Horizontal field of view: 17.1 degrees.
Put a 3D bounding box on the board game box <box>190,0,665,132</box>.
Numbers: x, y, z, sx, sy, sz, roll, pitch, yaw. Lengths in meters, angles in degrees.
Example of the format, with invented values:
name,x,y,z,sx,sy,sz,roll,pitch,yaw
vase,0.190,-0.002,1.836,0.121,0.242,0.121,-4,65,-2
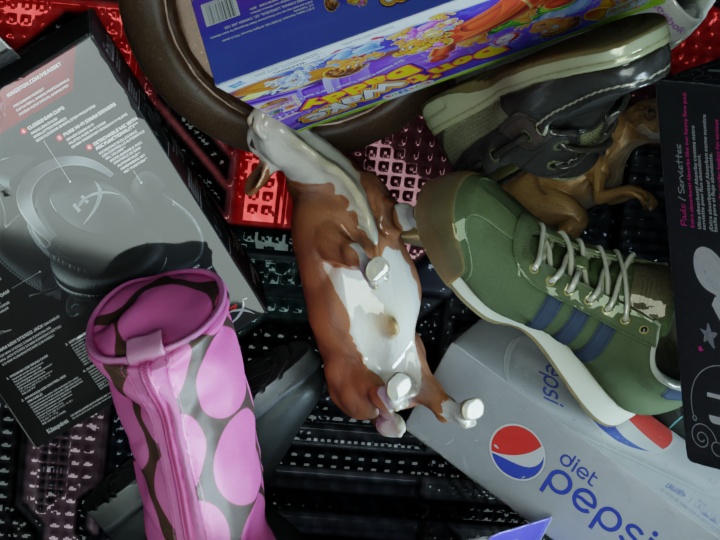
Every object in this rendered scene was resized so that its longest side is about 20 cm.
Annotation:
name,x,y,z,sx,sy,sz,roll,pitch,yaw
board game box,0.037,-0.129,1.142,0.200,0.134,0.045,-19,80,13

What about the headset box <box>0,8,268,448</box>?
name,x,y,z,sx,sy,sz,roll,pitch,yaw
headset box,-0.164,-0.031,1.281,0.149,0.077,0.200,-31,106,4

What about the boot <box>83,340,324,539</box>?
name,x,y,z,sx,sy,sz,roll,pitch,yaw
boot,-0.032,0.158,1.356,0.165,0.066,0.200,-37,104,15

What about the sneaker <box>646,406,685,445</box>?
name,x,y,z,sx,sy,sz,roll,pitch,yaw
sneaker,0.165,0.114,1.360,0.079,0.075,0.200,-20,107,3

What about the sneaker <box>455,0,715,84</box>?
name,x,y,z,sx,sy,sz,roll,pitch,yaw
sneaker,0.125,-0.136,1.263,0.075,0.100,0.200,38,106,-23

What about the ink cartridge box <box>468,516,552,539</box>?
name,x,y,z,sx,sy,sz,roll,pitch,yaw
ink cartridge box,0.000,0.225,1.289,0.200,0.043,0.198,-10,141,-33

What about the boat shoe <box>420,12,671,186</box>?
name,x,y,z,sx,sy,sz,roll,pitch,yaw
boat shoe,0.098,-0.078,1.187,0.072,0.201,0.066,-23,94,-27

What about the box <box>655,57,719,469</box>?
name,x,y,z,sx,sy,sz,roll,pitch,yaw
box,0.232,-0.009,1.170,0.132,0.115,0.200,-22,113,-39

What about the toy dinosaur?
name,x,y,z,sx,sy,sz,roll,pitch,yaw
toy dinosaur,0.095,-0.032,1.322,0.200,0.060,0.106,-26,102,12

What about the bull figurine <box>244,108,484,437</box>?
name,x,y,z,sx,sy,sz,roll,pitch,yaw
bull figurine,0.000,0.000,1.261,0.065,0.121,0.200,-26,115,-18

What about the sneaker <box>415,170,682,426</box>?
name,x,y,z,sx,sy,sz,roll,pitch,yaw
sneaker,0.120,0.008,1.219,0.090,0.067,0.200,-13,138,37

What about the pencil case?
name,x,y,z,sx,sy,sz,roll,pitch,yaw
pencil case,-0.088,0.104,1.248,0.091,0.094,0.200,-4,115,20

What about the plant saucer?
name,x,y,z,sx,sy,sz,roll,pitch,yaw
plant saucer,-0.031,-0.153,1.281,0.200,0.034,0.201,-2,108,-5

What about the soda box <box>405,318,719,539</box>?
name,x,y,z,sx,sy,sz,roll,pitch,yaw
soda box,0.127,0.109,1.310,0.200,0.063,0.068,36,122,12
